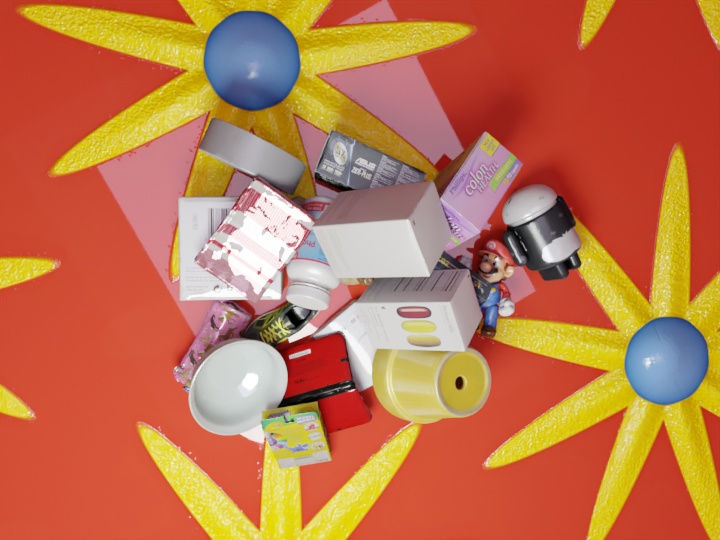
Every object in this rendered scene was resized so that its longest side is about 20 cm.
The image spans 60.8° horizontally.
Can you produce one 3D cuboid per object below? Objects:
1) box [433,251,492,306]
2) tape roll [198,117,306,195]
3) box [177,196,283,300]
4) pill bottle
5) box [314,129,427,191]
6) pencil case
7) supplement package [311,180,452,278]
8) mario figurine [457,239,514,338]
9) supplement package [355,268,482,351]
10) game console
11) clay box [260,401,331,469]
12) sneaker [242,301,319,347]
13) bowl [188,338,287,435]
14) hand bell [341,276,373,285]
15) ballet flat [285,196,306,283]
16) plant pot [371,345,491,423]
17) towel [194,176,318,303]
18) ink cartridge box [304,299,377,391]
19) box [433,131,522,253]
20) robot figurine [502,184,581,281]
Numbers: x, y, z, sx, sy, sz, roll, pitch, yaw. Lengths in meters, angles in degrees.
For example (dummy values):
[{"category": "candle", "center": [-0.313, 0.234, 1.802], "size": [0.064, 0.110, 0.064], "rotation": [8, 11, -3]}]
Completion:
[{"category": "box", "center": [0.139, 0.025, 1.235], "size": [0.199, 0.158, 0.051], "rotation": [35, 54, -5]}, {"category": "tape roll", "center": [-0.206, -0.216, 1.175], "size": [0.199, 0.200, 0.067], "rotation": [26, 93, -6]}, {"category": "box", "center": [-0.252, -0.046, 1.219], "size": [0.197, 0.131, 0.202], "rotation": [0, 95, -5]}, {"category": "pill bottle", "center": [-0.080, -0.032, 1.183], "size": [0.108, 0.109, 0.202], "rotation": [14, 71, -5]}, {"category": "box", "center": [0.014, -0.188, 1.212], "size": [0.198, 0.164, 0.087], "rotation": [24, 92, -5]}, {"category": "pencil case", "center": [-0.302, 0.153, 1.256], "size": [0.082, 0.086, 0.201], "rotation": [31, 91, 17]}, {"category": "supplement package", "center": [0.039, -0.068, 1.086], "size": [0.198, 0.122, 0.120], "rotation": [-1, 127, 35]}, {"category": "mario figurine", "center": [0.257, 0.034, 1.277], "size": [0.122, 0.106, 0.202], "rotation": [11, 95, -3]}, {"category": "supplement package", "center": [0.112, 0.074, 1.163], "size": [0.198, 0.110, 0.115], "rotation": [-4, 121, 34]}, {"category": "game console", "center": [-0.096, 0.249, 1.290], "size": [0.198, 0.119, 0.174], "rotation": [-18, 64, 12]}, {"category": "clay box", "center": [-0.128, 0.329, 1.238], "size": [0.114, 0.048, 0.201], "rotation": [-9, 136, -1]}, {"category": "sneaker", "center": [-0.168, 0.111, 1.260], "size": [0.199, 0.085, 0.075], "rotation": [-39, 94, -2]}, {"category": "bowl", "center": [-0.251, 0.212, 1.206], "size": [0.199, 0.090, 0.203], "rotation": [-13, 114, -29]}, {"category": "hand bell", "center": [0.000, 0.000, 1.201], "size": [0.103, 0.200, 0.105], "rotation": [-2, 103, -9]}, {"category": "ballet flat", "center": [-0.132, -0.051, 1.252], "size": [0.067, 0.067, 0.202], "rotation": [-6, 89, 13]}, {"category": "plant pot", "center": [0.149, 0.208, 1.210], "size": [0.199, 0.188, 0.203], "rotation": [1, 88, -26]}, {"category": "towel", "center": [-0.190, -0.052, 1.118], "size": [0.144, 0.023, 0.200], "rotation": [35, 102, -19]}, {"category": "ink cartridge box", "center": [-0.035, 0.187, 1.296], "size": [0.200, 0.057, 0.163], "rotation": [-40, 96, -5]}, {"category": "box", "center": [0.189, -0.137, 1.186], "size": [0.096, 0.200, 0.176], "rotation": [38, 67, -6]}, {"category": "robot figurine", "center": [0.375, -0.079, 1.270], "size": [0.124, 0.150, 0.201], "rotation": [-26, 97, 28]}]
